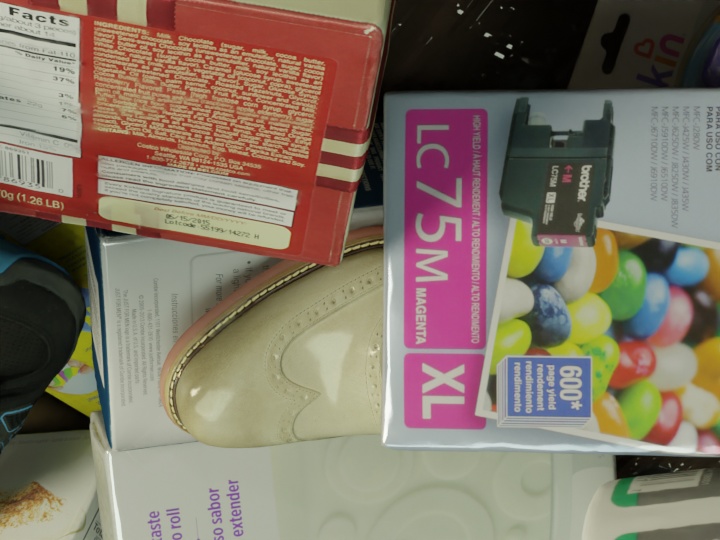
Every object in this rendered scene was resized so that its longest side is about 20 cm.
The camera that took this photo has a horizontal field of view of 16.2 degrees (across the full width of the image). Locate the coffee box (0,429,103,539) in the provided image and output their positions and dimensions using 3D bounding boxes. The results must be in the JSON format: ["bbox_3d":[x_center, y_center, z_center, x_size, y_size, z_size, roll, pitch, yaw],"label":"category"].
[{"bbox_3d":[-0.153,0.206,1.104,0.199,0.198,0.200,-7,136,39],"label":"coffee box"}]

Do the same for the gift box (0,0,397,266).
[{"bbox_3d":[-0.071,-0.123,0.789,0.184,0.187,0.200,12,156,-5],"label":"gift box"}]

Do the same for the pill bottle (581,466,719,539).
[{"bbox_3d":[0.188,0.121,0.919,0.200,0.113,0.113,-8,134,18],"label":"pill bottle"}]

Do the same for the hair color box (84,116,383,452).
[{"bbox_3d":[0.000,0.000,0.935,0.200,0.061,0.100,-6,128,-10],"label":"hair color box"}]

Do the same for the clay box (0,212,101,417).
[{"bbox_3d":[-0.101,0.004,1.005,0.115,0.048,0.200,-25,134,38],"label":"clay box"}]

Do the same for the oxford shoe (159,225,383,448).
[{"bbox_3d":[0.029,0.027,0.877,0.200,0.074,0.071,-17,128,-3],"label":"oxford shoe"}]

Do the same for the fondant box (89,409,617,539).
[{"bbox_3d":[0.001,0.116,0.995,0.200,0.058,0.145,-7,104,-10],"label":"fondant box"}]

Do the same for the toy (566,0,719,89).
[{"bbox_3d":[0.170,-0.048,0.849,0.200,0.047,0.115,19,93,4],"label":"toy"}]

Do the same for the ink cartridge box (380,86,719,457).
[{"bbox_3d":[0.106,0.000,0.819,0.200,0.120,0.042,0,180,10],"label":"ink cartridge box"}]

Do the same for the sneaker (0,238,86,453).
[{"bbox_3d":[-0.156,0.052,0.968,0.073,0.082,0.200,19,149,-6],"label":"sneaker"}]
